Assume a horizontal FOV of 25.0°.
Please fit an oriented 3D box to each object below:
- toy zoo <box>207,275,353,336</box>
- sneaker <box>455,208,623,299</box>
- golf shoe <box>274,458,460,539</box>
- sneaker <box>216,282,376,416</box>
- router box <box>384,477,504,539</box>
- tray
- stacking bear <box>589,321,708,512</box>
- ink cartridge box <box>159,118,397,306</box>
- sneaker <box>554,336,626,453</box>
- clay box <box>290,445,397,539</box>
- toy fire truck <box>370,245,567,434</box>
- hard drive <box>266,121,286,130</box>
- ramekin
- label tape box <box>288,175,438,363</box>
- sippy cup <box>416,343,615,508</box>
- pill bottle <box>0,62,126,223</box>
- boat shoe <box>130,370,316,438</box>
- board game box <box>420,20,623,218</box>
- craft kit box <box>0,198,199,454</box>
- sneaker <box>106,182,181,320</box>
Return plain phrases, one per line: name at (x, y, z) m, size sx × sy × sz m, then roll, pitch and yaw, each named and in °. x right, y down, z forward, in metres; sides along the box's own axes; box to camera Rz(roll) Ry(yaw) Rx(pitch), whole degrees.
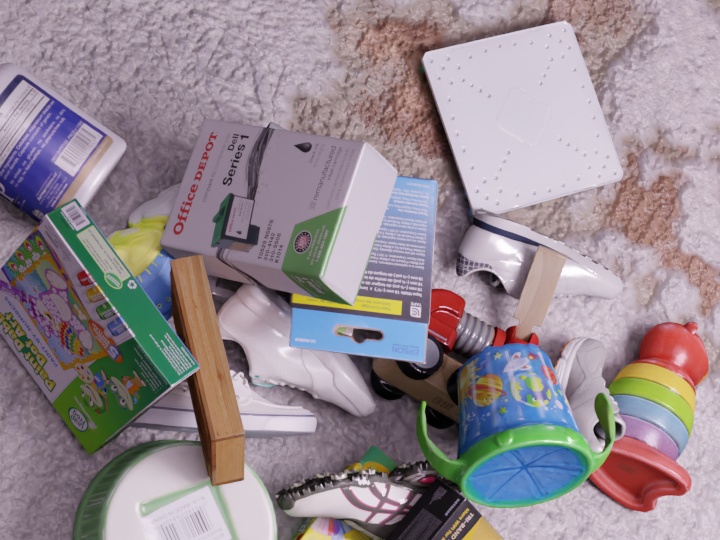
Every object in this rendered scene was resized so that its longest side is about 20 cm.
toy zoo at (-0.090, -0.016, 1.744) m, size 0.199 × 0.020 × 0.132 m, roll 18°, pitch 72°, yaw -14°
sneaker at (0.201, -0.001, 1.822) m, size 0.199 × 0.076 × 0.081 m, roll 21°, pitch 93°, yaw -16°
golf shoe at (0.013, 0.241, 1.639) m, size 0.199 × 0.077 × 0.089 m, roll -3°, pitch 86°, yaw -21°
sneaker at (-0.073, 0.098, 1.705) m, size 0.088 × 0.075 × 0.200 m, roll -45°, pitch 108°, yaw 8°
router box at (0.065, 0.333, 1.634) m, size 0.200 × 0.052 × 0.157 m, roll -49°, pitch 130°, yaw -9°
tray at (-0.150, 0.096, 1.573) m, size 0.037 × 0.099 × 0.201 m, roll -11°, pitch 59°, yaw -11°
stacking bear at (0.328, 0.147, 1.805) m, size 0.113 × 0.121 × 0.201 m, roll 32°, pitch 60°, yaw -6°
ink cartridge box at (-0.083, -0.061, 1.612) m, size 0.199 × 0.084 × 0.147 m, roll 10°, pitch 75°, yaw 30°
sneaker at (0.246, 0.148, 1.739) m, size 0.092 × 0.076 × 0.200 m, roll 8°, pitch 39°, yaw 20°
clay box at (-0.009, 0.293, 1.683) m, size 0.115 × 0.048 × 0.200 m, roll 41°, pitch 66°, yaw -6°
toy fire truck at (0.130, 0.064, 1.755) m, size 0.176 × 0.129 × 0.201 m, roll 30°, pitch 59°, yaw -9°
hard drive at (-0.041, -0.052, 1.741) m, size 0.199 × 0.033 × 0.140 m, roll 28°, pitch 70°, yaw -10°
ramekin at (-0.178, 0.262, 1.605) m, size 0.199 × 0.098 × 0.201 m, roll 4°, pitch 76°, yaw -18°
label tape box at (0.000, 0.000, 1.673) m, size 0.143 × 0.063 × 0.201 m, roll 7°, pitch 70°, yaw -7°
sippy cup at (0.153, 0.148, 1.618) m, size 0.177 × 0.139 × 0.131 m, roll 23°, pitch 44°, yaw -38°
pill bottle at (-0.348, -0.137, 1.633) m, size 0.200 × 0.120 × 0.120 m, roll 36°, pitch 69°, yaw -7°
boat shoe at (-0.141, 0.133, 1.669) m, size 0.199 × 0.071 × 0.070 m, roll 5°, pitch 78°, yaw -11°
board game box at (0.184, -0.174, 1.873) m, size 0.199 × 0.026 × 0.201 m, roll -15°, pitch 82°, yaw -21°
craft kit box at (-0.268, 0.058, 1.568) m, size 0.048 × 0.197 × 0.200 m, roll -35°, pitch 88°, yaw -38°
sneaker at (-0.211, -0.009, 1.684) m, size 0.200 × 0.076 × 0.105 m, roll -39°, pitch 107°, yaw -20°
